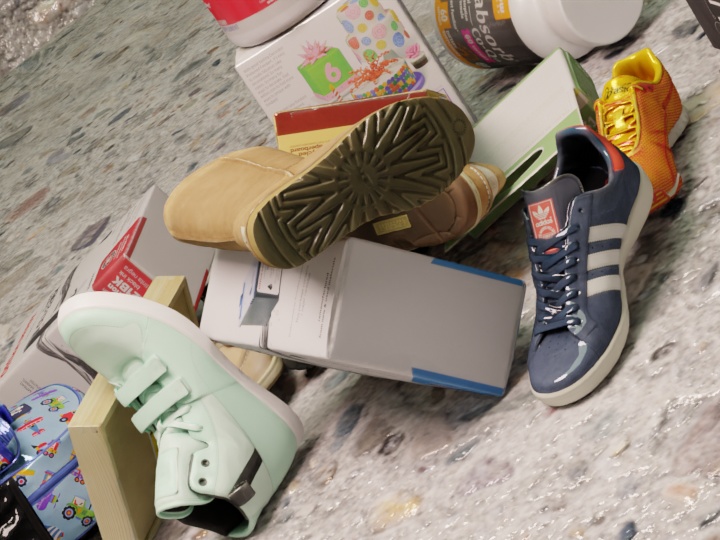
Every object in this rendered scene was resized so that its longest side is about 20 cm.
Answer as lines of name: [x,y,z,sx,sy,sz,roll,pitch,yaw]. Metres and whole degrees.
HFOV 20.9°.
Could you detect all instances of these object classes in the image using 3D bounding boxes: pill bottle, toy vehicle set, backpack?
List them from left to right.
backpack: [-0.271,0.164,1.530,0.200,0.135,0.182,-40,20,-16]
toy vehicle set: [-0.160,0.109,1.483,0.026,0.125,0.200,-2,31,17]
pill bottle: [-0.111,-0.293,1.598,0.112,0.201,0.112,-30,20,12]
pill bottle: [0.158,-0.244,1.765,0.116,0.117,0.200,-43,21,-21]

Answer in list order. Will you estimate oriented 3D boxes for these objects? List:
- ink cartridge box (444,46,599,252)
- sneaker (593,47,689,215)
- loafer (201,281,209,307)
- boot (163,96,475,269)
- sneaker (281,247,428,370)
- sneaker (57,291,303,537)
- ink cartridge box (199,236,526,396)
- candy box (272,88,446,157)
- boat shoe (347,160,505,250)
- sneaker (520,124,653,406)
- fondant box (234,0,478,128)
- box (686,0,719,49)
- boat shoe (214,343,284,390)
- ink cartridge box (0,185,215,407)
ink cartridge box: [0.126,-0.085,1.527,0.145,0.048,0.200,-42,19,16]
sneaker: [0.194,-0.095,1.433,0.073,0.077,0.201,-25,24,23]
loafer: [-0.083,-0.043,1.741,0.200,0.070,0.075,-51,21,-2]
boot: [-0.035,-0.066,1.315,0.174,0.067,0.200,-27,14,-15]
sneaker: [0.000,0.000,1.550,0.090,0.076,0.200,0,43,43]
sneaker: [-0.136,0.103,1.361,0.074,0.200,0.119,-45,16,42]
ink cartridge box: [-0.003,0.027,1.358,0.199,0.145,0.087,1,79,61]
candy box: [0.007,-0.104,1.501,0.116,0.057,0.200,-8,2,7]
boat shoe: [0.027,-0.047,1.485,0.199,0.072,0.076,-3,21,43]
sneaker: [0.133,-0.009,1.283,0.075,0.085,0.201,-16,44,36]
fondant box: [0.007,-0.135,1.643,0.144,0.201,0.058,-31,20,10]
box: [0.338,-0.275,1.492,0.199,0.149,0.124,-37,21,-4]
boat shoe: [-0.099,0.063,1.550,0.072,0.065,0.200,-43,13,29]
ink cartridge box: [-0.226,0.042,1.732,0.200,0.084,0.145,-45,15,23]
